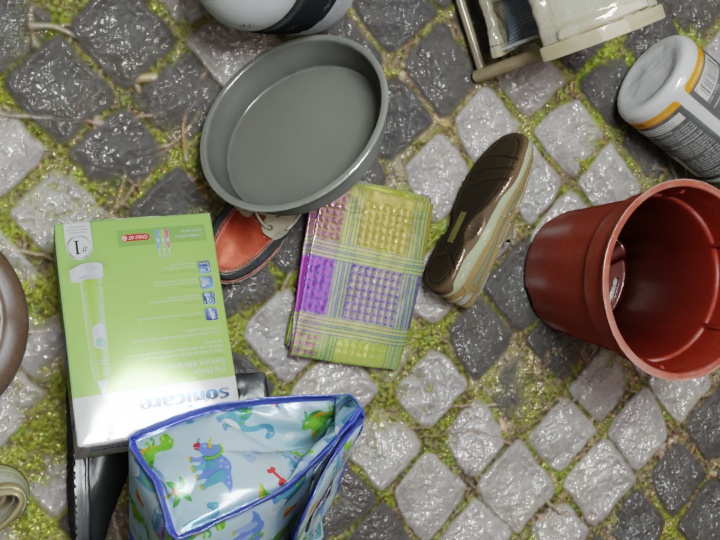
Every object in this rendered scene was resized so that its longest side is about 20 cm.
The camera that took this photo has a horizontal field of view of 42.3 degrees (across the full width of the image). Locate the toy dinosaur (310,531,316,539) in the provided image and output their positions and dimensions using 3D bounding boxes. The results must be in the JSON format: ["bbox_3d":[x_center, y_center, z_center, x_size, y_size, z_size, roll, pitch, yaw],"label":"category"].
[{"bbox_3d":[-0.131,0.265,0.916,0.135,0.086,0.201,35,68,1],"label":"toy dinosaur"}]

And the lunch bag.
[{"bbox_3d":[-0.095,0.197,0.821,0.198,0.171,0.128,-19,57,-29],"label":"lunch bag"}]

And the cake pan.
[{"bbox_3d":[-0.061,-0.136,0.899,0.201,0.199,0.037,-54,146,-11],"label":"cake pan"}]

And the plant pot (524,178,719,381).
[{"bbox_3d":[0.292,0.007,1.024,0.198,0.195,0.204,-1,92,-21],"label":"plant pot"}]

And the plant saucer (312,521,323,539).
[{"bbox_3d":[-0.136,0.264,0.963,0.197,0.019,0.071,-8,95,-20],"label":"plant saucer"}]

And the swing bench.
[{"bbox_3d":[0.185,-0.323,0.966,0.128,0.200,0.201,-23,100,-18],"label":"swing bench"}]

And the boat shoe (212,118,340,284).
[{"bbox_3d":[-0.085,-0.072,0.935,0.071,0.063,0.200,42,81,-1],"label":"boat shoe"}]

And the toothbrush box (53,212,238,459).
[{"bbox_3d":[-0.201,0.059,0.862,0.144,0.086,0.203,-6,74,-21],"label":"toothbrush box"}]

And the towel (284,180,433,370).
[{"bbox_3d":[0.000,0.000,1.002,0.142,0.023,0.203,10,89,-21],"label":"towel"}]

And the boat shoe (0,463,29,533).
[{"bbox_3d":[-0.390,0.253,0.837,0.199,0.063,0.074,-32,104,-15],"label":"boat shoe"}]

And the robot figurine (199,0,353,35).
[{"bbox_3d":[-0.076,-0.289,0.880,0.125,0.200,0.151,43,117,12],"label":"robot figurine"}]

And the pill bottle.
[{"bbox_3d":[0.412,-0.177,1.107,0.199,0.116,0.117,32,81,-20],"label":"pill bottle"}]

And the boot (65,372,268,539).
[{"bbox_3d":[-0.184,0.187,0.917,0.197,0.065,0.168,0,90,-25],"label":"boot"}]

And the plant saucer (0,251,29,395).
[{"bbox_3d":[-0.397,0.046,0.826,0.198,0.032,0.203,5,79,-24],"label":"plant saucer"}]

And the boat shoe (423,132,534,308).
[{"bbox_3d":[0.144,-0.054,1.040,0.076,0.071,0.202,31,88,-34],"label":"boat shoe"}]
